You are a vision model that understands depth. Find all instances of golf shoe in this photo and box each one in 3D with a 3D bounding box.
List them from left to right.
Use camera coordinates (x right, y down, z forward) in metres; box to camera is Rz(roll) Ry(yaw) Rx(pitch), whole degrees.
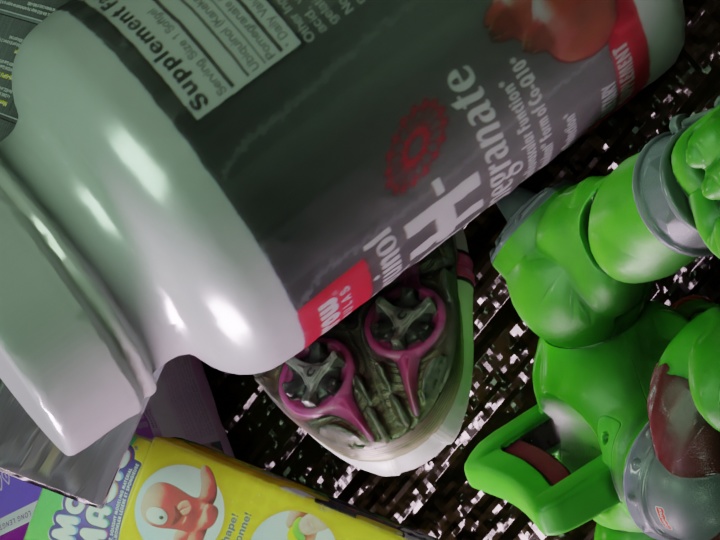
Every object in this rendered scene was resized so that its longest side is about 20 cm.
[{"bbox_3d":[0.000,0.000,0.828,0.072,0.092,0.200,-30,37,6],"label":"golf shoe"}]

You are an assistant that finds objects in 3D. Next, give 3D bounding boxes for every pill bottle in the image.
[{"bbox_3d":[-0.022,-0.043,0.727,0.200,0.111,0.111,-37,69,-10],"label":"pill bottle"}]

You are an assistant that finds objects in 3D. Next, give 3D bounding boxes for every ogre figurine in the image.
[{"bbox_3d":[0.094,0.043,0.741,0.120,0.200,0.098,15,60,51],"label":"ogre figurine"}]

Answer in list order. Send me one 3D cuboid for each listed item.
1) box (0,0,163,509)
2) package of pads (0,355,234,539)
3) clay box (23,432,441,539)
[{"bbox_3d":[-0.108,-0.028,0.864,0.200,0.048,0.159,20,87,58],"label":"box"},{"bbox_3d":[-0.098,0.098,0.958,0.120,0.076,0.201,-27,80,38],"label":"package of pads"},{"bbox_3d":[-0.015,0.130,0.860,0.199,0.048,0.115,21,91,12],"label":"clay box"}]
